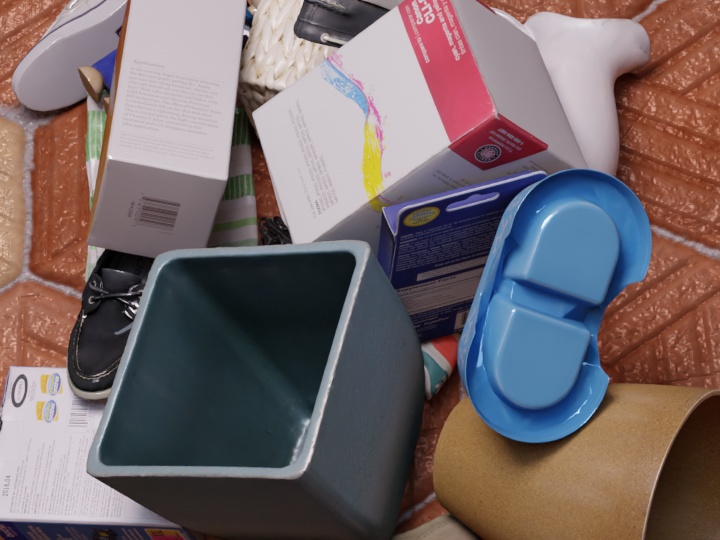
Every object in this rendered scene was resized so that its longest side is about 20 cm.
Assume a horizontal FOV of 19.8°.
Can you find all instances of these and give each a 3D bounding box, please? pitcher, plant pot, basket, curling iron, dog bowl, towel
[{"bbox_3d":[0.138,-0.128,1.720,0.171,0.121,0.200,14,60,11],"label":"pitcher"},{"bbox_3d":[0.162,0.161,1.559,0.200,0.186,0.187,12,67,29],"label":"plant pot"},{"bbox_3d":[-0.017,-0.200,1.773,0.123,0.136,0.200,11,66,17],"label":"basket"},{"bbox_3d":[0.000,0.000,1.732,0.200,0.026,0.050,22,33,15],"label":"curling iron"},{"bbox_3d":[0.135,0.023,1.489,0.111,0.050,0.201,18,92,-18],"label":"dog bowl"},{"bbox_3d":[-0.168,-0.079,1.804,0.152,0.023,0.201,-8,64,5],"label":"towel"},{"bbox_3d":[-0.054,0.116,1.577,0.196,0.200,0.196,-3,56,31],"label":"plant pot"}]

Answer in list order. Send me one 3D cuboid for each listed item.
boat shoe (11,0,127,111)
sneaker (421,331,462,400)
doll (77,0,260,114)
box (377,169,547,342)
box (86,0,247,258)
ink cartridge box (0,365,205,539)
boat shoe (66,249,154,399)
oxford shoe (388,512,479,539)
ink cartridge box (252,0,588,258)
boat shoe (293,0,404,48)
[{"bbox_3d":[-0.238,-0.224,1.861,0.200,0.072,0.066,-44,45,-5],"label":"boat shoe"},{"bbox_3d":[-0.012,0.049,1.688,0.199,0.070,0.094,15,62,13],"label":"sneaker"},{"bbox_3d":[-0.142,-0.194,1.816,0.200,0.048,0.137,-33,68,-13],"label":"doll"},{"bbox_3d":[0.073,-0.014,1.572,0.121,0.200,0.032,-15,60,-13],"label":"box"},{"bbox_3d":[-0.156,-0.125,1.676,0.097,0.125,0.200,10,54,-9],"label":"box"},{"bbox_3d":[-0.223,0.152,1.674,0.199,0.076,0.137,2,65,9],"label":"ink cartridge box"},{"bbox_3d":[-0.192,0.015,1.683,0.074,0.066,0.200,12,48,17],"label":"boat shoe"},{"bbox_3d":[0.005,0.255,1.601,0.200,0.071,0.075,-24,41,-4],"label":"oxford shoe"},{"bbox_3d":[0.044,-0.097,1.602,0.200,0.145,0.145,-34,56,23],"label":"ink cartridge box"},{"bbox_3d":[0.026,-0.193,1.657,0.076,0.200,0.060,37,108,49],"label":"boat shoe"}]
